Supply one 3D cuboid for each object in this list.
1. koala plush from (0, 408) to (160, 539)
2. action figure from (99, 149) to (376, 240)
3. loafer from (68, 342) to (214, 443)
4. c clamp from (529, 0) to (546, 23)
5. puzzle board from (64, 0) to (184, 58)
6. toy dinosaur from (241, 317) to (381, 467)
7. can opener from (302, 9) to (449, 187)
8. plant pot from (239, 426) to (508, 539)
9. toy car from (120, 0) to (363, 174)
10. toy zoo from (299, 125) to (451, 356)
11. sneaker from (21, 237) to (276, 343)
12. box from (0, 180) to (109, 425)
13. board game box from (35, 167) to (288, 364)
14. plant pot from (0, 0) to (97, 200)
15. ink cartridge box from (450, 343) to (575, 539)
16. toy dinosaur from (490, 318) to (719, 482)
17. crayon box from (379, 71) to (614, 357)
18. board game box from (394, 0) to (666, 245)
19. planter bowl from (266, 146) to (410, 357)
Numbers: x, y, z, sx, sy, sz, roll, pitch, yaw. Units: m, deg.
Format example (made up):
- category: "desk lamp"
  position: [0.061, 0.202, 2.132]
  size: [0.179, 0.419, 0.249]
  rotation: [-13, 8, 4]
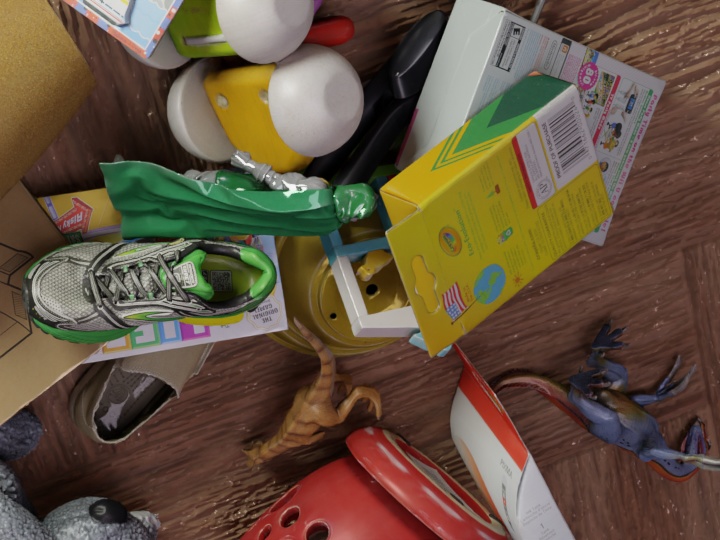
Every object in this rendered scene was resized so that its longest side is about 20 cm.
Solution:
- category: "koala plush"
  position: [-0.251, 0.232, 1.741]
  size: [0.199, 0.178, 0.184]
  rotation: [15, 122, -24]
- category: "action figure"
  position: [-0.086, -0.055, 1.597]
  size: [0.199, 0.055, 0.118]
  rotation: [4, 158, 9]
- category: "loafer"
  position: [-0.161, 0.067, 1.735]
  size: [0.076, 0.068, 0.200]
  rotation: [30, 104, -28]
- category: "c clamp"
  position: [0.089, -0.287, 1.661]
  size: [0.199, 0.027, 0.171]
  rotation: [18, 108, -24]
- category: "puzzle board"
  position: [-0.193, -0.269, 1.521]
  size: [0.200, 0.017, 0.151]
  rotation: [36, 104, 9]
- category: "toy dinosaur"
  position: [-0.035, 0.109, 1.767]
  size: [0.106, 0.060, 0.200]
  rotation: [-17, 150, -39]
- category: "can opener"
  position: [0.008, -0.116, 1.666]
  size: [0.200, 0.063, 0.079]
  rotation: [-52, 138, -15]
- category: "plant pot"
  position: [0.011, 0.245, 1.807]
  size: [0.200, 0.200, 0.183]
  rotation: [37, 94, -29]
- category: "toy car"
  position: [-0.073, -0.180, 1.604]
  size: [0.150, 0.175, 0.200]
  rotation: [-48, 122, -33]
- category: "toy zoo"
  position: [0.034, -0.024, 1.683]
  size: [0.131, 0.201, 0.020]
  rotation: [-11, 160, -25]
- category: "sneaker"
  position: [-0.158, 0.005, 1.601]
  size: [0.199, 0.085, 0.078]
  rotation: [-7, 80, -22]
- category: "box"
  position: [-0.300, 0.013, 1.639]
  size: [0.163, 0.021, 0.200]
  rotation: [-37, 93, 3]
- category: "board game box"
  position: [-0.165, -0.004, 1.681]
  size: [0.199, 0.034, 0.135]
  rotation: [-10, 94, -8]
- category: "plant pot"
  position: [-0.299, -0.122, 1.541]
  size: [0.200, 0.186, 0.187]
  rotation: [-35, 121, -5]
- category: "ink cartridge box"
  position: [0.110, 0.153, 1.809]
  size: [0.050, 0.162, 0.200]
  rotation: [-33, 120, -2]
- category: "toy dinosaur"
  position: [0.241, 0.129, 1.912]
  size: [0.199, 0.105, 0.182]
  rotation: [-2, 139, 25]
- category: "crayon box"
  position: [0.094, -0.044, 1.609]
  size: [0.200, 0.051, 0.127]
  rotation: [-37, 128, -23]
- category: "board game box"
  position: [0.137, -0.117, 1.692]
  size: [0.199, 0.064, 0.148]
  rotation: [18, 96, -41]
- category: "planter bowl"
  position: [0.000, 0.000, 1.744]
  size: [0.199, 0.084, 0.201]
  rotation: [-7, 117, -15]
